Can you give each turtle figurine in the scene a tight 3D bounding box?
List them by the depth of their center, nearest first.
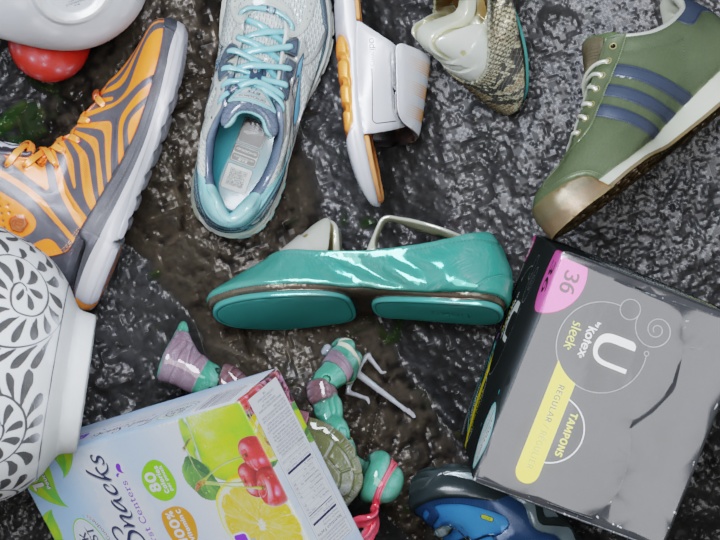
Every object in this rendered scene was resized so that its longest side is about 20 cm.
[{"bbox_3d":[-0.040,0.113,1.679,0.200,0.101,0.150,20,93,4],"label":"turtle figurine"}]

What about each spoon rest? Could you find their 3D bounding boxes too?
[{"bbox_3d":[-0.230,-0.174,1.619,0.199,0.061,0.100,-17,110,-13],"label":"spoon rest"}]

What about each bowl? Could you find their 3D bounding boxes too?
[{"bbox_3d":[-0.217,0.063,1.613,0.094,0.201,0.201,8,94,-6],"label":"bowl"}]

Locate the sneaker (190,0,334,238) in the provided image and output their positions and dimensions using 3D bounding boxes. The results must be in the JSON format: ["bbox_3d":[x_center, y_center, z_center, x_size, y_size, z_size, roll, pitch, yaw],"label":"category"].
[{"bbox_3d":[-0.062,-0.117,1.665,0.077,0.086,0.201,10,94,-2],"label":"sneaker"}]

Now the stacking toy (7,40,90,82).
[{"bbox_3d":[-0.174,-0.217,1.669,0.085,0.085,0.200,26,99,-2],"label":"stacking toy"}]

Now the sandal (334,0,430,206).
[{"bbox_3d":[0.014,-0.146,1.668,0.059,0.079,0.207,-6,92,3],"label":"sandal"}]

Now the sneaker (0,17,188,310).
[{"bbox_3d":[-0.188,-0.082,1.672,0.112,0.078,0.200,22,93,-2],"label":"sneaker"}]

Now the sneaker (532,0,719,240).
[{"bbox_3d":[0.165,-0.107,1.658,0.200,0.067,0.090,-38,82,-24],"label":"sneaker"}]

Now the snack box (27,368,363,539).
[{"bbox_3d":[-0.107,0.155,1.639,0.200,0.053,0.143,-17,103,37],"label":"snack box"}]

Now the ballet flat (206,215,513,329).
[{"bbox_3d":[0.000,0.000,1.688,0.199,0.067,0.071,-1,66,6],"label":"ballet flat"}]

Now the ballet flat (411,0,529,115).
[{"bbox_3d":[0.063,-0.184,1.641,0.075,0.068,0.200,-26,125,-36],"label":"ballet flat"}]

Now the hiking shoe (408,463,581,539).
[{"bbox_3d":[0.107,0.203,1.662,0.200,0.074,0.087,38,53,-13],"label":"hiking shoe"}]

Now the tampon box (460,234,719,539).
[{"bbox_3d":[0.148,0.071,1.621,0.126,0.200,0.150,21,93,-1],"label":"tampon box"}]
